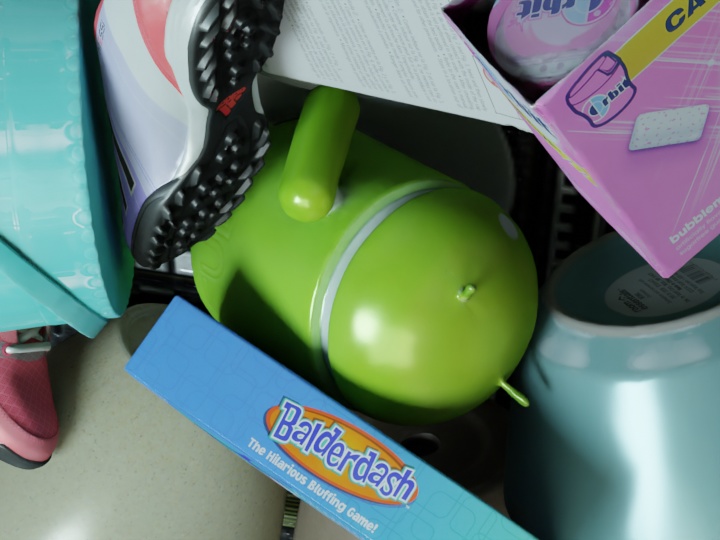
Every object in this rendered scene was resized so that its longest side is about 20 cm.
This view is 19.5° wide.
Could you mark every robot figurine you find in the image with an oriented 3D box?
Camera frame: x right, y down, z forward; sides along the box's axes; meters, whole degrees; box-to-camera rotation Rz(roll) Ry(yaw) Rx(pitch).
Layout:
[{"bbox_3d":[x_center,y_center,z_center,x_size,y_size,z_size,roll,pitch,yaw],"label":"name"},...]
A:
[{"bbox_3d":[0.000,0.000,0.980,0.200,0.116,0.176,29,157,45],"label":"robot figurine"}]

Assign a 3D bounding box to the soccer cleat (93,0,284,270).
[{"bbox_3d":[-0.080,-0.078,0.881,0.073,0.068,0.200,42,149,18],"label":"soccer cleat"}]

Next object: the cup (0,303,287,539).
[{"bbox_3d":[-0.117,0.104,1.135,0.200,0.200,0.143,27,113,-14],"label":"cup"}]

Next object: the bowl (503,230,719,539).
[{"bbox_3d":[0.154,0.043,0.992,0.201,0.201,0.105,-6,115,22],"label":"bowl"}]

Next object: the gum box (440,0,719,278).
[{"bbox_3d":[0.141,-0.107,0.716,0.200,0.066,0.114,-41,137,2],"label":"gum box"}]

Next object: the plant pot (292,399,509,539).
[{"bbox_3d":[0.036,0.162,1.154,0.200,0.200,0.175,4,121,12],"label":"plant pot"}]

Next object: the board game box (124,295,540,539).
[{"bbox_3d":[-0.003,0.096,0.969,0.200,0.045,0.152,34,173,12],"label":"board game box"}]

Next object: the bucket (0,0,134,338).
[{"bbox_3d":[-0.176,-0.061,0.925,0.135,0.207,0.207,-3,137,2],"label":"bucket"}]

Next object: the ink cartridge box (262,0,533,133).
[{"bbox_3d":[0.019,-0.127,0.811,0.200,0.050,0.161,14,149,33],"label":"ink cartridge box"}]

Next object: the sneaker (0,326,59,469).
[{"bbox_3d":[-0.180,-0.001,1.042,0.087,0.074,0.200,-20,85,19],"label":"sneaker"}]

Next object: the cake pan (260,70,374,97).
[{"bbox_3d":[-0.007,-0.160,0.907,0.200,0.037,0.200,8,138,7],"label":"cake pan"}]
